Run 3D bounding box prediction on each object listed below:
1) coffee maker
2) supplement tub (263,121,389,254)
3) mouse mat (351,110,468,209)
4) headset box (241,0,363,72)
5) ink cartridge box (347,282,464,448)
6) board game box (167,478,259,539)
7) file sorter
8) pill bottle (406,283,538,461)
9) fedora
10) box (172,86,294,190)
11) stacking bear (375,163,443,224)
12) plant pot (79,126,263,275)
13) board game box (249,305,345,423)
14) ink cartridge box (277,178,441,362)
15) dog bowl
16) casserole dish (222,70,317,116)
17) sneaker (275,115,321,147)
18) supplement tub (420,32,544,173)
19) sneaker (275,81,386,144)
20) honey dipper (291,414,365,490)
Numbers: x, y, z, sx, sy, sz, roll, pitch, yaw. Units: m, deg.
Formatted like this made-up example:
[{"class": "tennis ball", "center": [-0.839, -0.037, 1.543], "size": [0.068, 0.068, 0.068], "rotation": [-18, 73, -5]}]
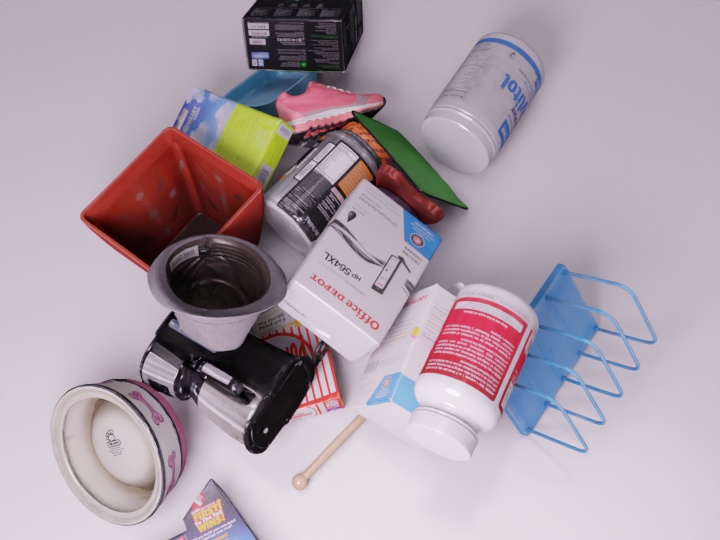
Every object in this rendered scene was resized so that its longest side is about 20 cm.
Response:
[{"class": "coffee maker", "center": [-0.174, 0.127, 1.223], "size": [0.199, 0.135, 0.192], "rotation": [28, 45, 20]}, {"class": "supplement tub", "center": [-0.052, -0.133, 1.388], "size": [0.122, 0.123, 0.200], "rotation": [36, 71, 23]}, {"class": "mouse mat", "center": [0.079, -0.172, 1.384], "size": [0.008, 0.160, 0.200], "rotation": [-47, 62, 19]}, {"class": "headset box", "center": [-0.093, -0.429, 1.533], "size": [0.172, 0.093, 0.201], "rotation": [4, 37, 9]}, {"class": "ink cartridge box", "center": [0.096, 0.123, 1.203], "size": [0.125, 0.128, 0.201], "rotation": [33, 66, -17]}, {"class": "board game box", "center": [-0.202, 0.391, 1.159], "size": [0.199, 0.062, 0.201], "rotation": [-25, 61, -6]}, {"class": "file sorter", "center": [0.284, 0.119, 1.176], "size": [0.122, 0.139, 0.200], "rotation": [16, 60, 49]}, {"class": "pill bottle", "center": [0.135, 0.125, 1.085], "size": [0.112, 0.113, 0.201], "rotation": [21, 64, 17]}, {"class": "fedora", "center": [-0.187, 0.038, 1.151], "size": [0.176, 0.091, 0.200], "rotation": [-10, 37, -25]}, {"class": "box", "center": [-0.212, -0.206, 1.393], "size": [0.199, 0.048, 0.123], "rotation": [26, 88, 32]}, {"class": "stacking bear", "center": [0.013, -0.042, 1.340], "size": [0.121, 0.114, 0.200], "rotation": [40, 81, -6]}, {"class": "plant pot", "center": [-0.263, -0.058, 1.343], "size": [0.199, 0.177, 0.200], "rotation": [32, 70, 23]}, {"class": "board game box", "center": [-0.119, 0.125, 1.299], "size": [0.150, 0.046, 0.201], "rotation": [-17, 61, 0]}, {"class": "ink cartridge box", "center": [0.000, 0.000, 1.207], "size": [0.146, 0.084, 0.201], "rotation": [36, 58, -7]}, {"class": "dog bowl", "center": [-0.322, 0.237, 1.196], "size": [0.199, 0.201, 0.074], "rotation": [27, 26, 20]}, {"class": "casserole dish", "center": [-0.150, -0.307, 1.506], "size": [0.120, 0.039, 0.200], "rotation": [11, 42, 33]}, {"class": "sneaker", "center": [-0.131, -0.242, 1.488], "size": [0.199, 0.071, 0.080], "rotation": [-17, 44, -8]}, {"class": "supplement tub", "center": [0.199, -0.272, 1.427], "size": [0.131, 0.132, 0.201], "rotation": [26, 68, 19]}, {"class": "sneaker", "center": [-0.047, -0.271, 1.425], "size": [0.199, 0.074, 0.087], "rotation": [-20, 84, -29]}, {"class": "honey dipper", "center": [-0.021, 0.232, 1.240], "size": [0.038, 0.038, 0.200], "rotation": [38, 76, 23]}]
